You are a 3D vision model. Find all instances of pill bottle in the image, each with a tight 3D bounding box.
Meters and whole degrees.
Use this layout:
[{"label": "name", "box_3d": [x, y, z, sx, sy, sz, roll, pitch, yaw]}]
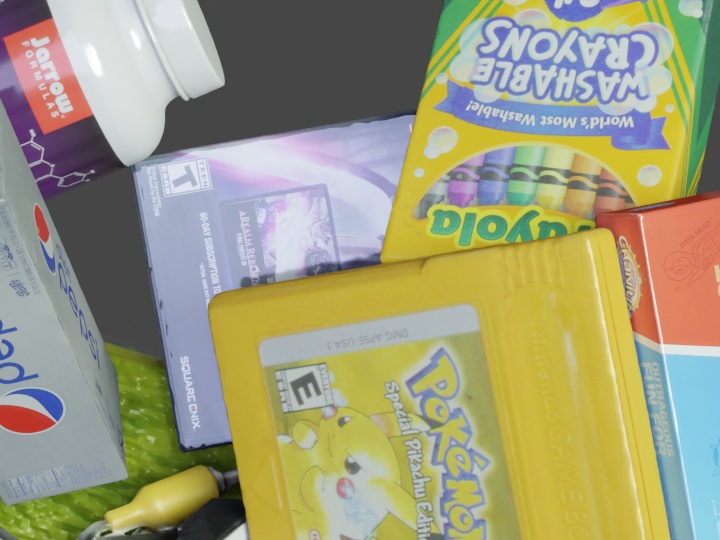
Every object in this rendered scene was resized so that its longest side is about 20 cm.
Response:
[{"label": "pill bottle", "box_3d": [-0.169, -0.083, 1.309, 0.200, 0.112, 0.112, -22, 92, 4]}]

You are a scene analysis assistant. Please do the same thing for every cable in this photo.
[{"label": "cable", "box_3d": [-0.135, 0.140, 1.307, 0.200, 0.050, 0.097, 0, 102, -30]}]

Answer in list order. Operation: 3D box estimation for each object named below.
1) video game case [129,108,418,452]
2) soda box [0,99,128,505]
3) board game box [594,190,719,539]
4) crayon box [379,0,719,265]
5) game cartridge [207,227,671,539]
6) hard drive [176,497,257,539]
[{"label": "video game case", "box_3d": [0.000, 0.000, 1.354, 0.200, 0.019, 0.143, -10, 93, 4]}, {"label": "soda box", "box_3d": [-0.162, 0.017, 1.279, 0.063, 0.200, 0.068, -14, 48, 4]}, {"label": "board game box", "box_3d": [0.208, 0.032, 1.226, 0.200, 0.040, 0.153, -12, 94, -23]}, {"label": "crayon box", "box_3d": [0.087, -0.049, 1.276, 0.126, 0.052, 0.200, 6, 68, 18]}, {"label": "game cartridge", "box_3d": [0.033, 0.082, 1.230, 0.200, 0.032, 0.176, -10, 92, 35]}, {"label": "hard drive", "box_3d": [-0.067, 0.222, 1.286, 0.038, 0.140, 0.200, 2, 115, 36]}]
